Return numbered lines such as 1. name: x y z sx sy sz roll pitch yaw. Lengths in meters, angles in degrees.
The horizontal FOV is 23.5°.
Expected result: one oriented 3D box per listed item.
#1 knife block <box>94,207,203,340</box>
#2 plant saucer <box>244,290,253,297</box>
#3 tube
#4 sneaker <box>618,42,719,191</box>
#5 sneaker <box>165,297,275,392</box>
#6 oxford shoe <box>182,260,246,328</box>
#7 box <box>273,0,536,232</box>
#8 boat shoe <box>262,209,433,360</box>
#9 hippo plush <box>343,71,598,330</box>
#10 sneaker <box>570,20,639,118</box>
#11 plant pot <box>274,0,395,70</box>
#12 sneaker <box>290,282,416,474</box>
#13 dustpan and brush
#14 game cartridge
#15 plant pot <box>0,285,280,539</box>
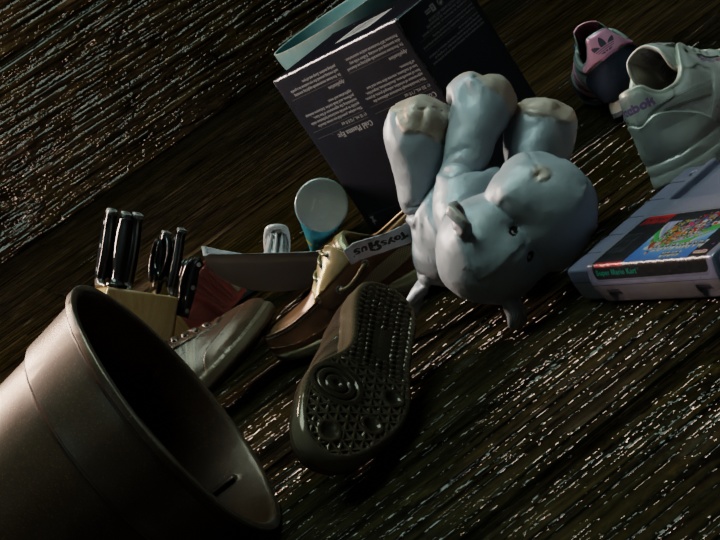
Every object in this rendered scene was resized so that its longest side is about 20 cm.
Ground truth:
1. knife block: -0.223 0.049 1.570 0.200 0.176 0.064 -39 12 -20
2. plant saucer: -0.157 0.034 1.831 0.200 0.019 0.070 -31 13 10
3. tube: -0.036 -0.058 1.702 0.078 0.050 0.200 -63 -1 -2
4. sneaker: 0.250 -0.139 1.263 0.075 0.100 0.200 -26 13 40
5. sneaker: -0.156 0.081 1.438 0.200 0.076 0.070 -46 -4 -20
6. oxford shoe: -0.182 0.073 1.684 0.200 0.070 0.075 -44 -11 -33
7. box: 0.050 -0.156 1.645 0.200 0.182 0.104 -17 20 50
8. boat shoe: 0.000 0.000 1.420 0.200 0.074 0.076 -32 12 18
9. hippo plush: 0.079 -0.048 1.211 0.200 0.160 0.161 -33 12 2
10. sneaker: 0.224 -0.197 1.589 0.070 0.082 0.200 -34 12 1
11. plant pot: -0.004 -0.308 2.468 0.200 0.135 0.200 -32 13 8
12. sneaker: -0.008 0.087 1.150 0.076 0.070 0.200 -59 1 32
13. dustpan and brush: -0.081 -0.010 1.658 0.139 0.057 0.200 -2 -19 -3
14. game cartridge: 0.224 -0.030 1.070 0.130 0.038 0.200 -34 12 -23
15. plant pot: -0.190 0.147 1.112 0.198 0.200 0.200 -39 12 6
